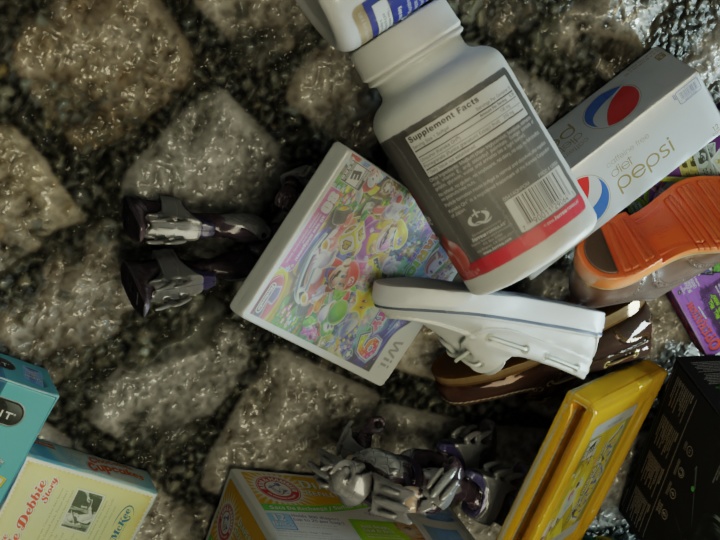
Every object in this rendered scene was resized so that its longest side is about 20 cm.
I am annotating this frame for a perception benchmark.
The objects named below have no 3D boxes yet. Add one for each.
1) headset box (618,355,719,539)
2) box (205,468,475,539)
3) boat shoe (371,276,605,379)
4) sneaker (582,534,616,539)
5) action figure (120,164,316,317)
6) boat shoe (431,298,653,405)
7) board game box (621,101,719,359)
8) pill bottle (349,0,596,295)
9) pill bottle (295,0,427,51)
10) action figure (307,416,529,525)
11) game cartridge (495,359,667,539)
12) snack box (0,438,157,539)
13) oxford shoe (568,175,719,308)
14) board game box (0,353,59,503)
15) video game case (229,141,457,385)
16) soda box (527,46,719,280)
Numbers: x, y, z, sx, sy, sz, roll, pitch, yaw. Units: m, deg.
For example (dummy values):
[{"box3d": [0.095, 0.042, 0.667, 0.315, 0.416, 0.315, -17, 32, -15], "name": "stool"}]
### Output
[{"box3d": [0.324, 0.200, 1.536, 0.092, 0.200, 0.175, 0, 123, -23], "name": "headset box"}, {"box3d": [-0.016, 0.238, 1.469, 0.199, 0.113, 0.102, 8, 111, -29], "name": "box"}, {"box3d": [0.098, 0.047, 1.387, 0.198, 0.074, 0.066, 10, 93, -21], "name": "boat shoe"}, {"box3d": [0.221, 0.307, 1.638, 0.079, 0.131, 0.200, -37, 163, -29], "name": "sneaker"}, {"box3d": [-0.078, -0.016, 1.345, 0.198, 0.069, 0.131, -6, 112, -25], "name": "action figure"}, {"box3d": [0.154, 0.074, 1.489, 0.199, 0.070, 0.071, -19, 119, -14], "name": "boat shoe"}, {"box3d": [0.298, -0.031, 1.528, 0.120, 0.032, 0.201, -38, 124, -6], "name": "board game box"}, {"box3d": [0.078, -0.092, 1.316, 0.110, 0.111, 0.201, -32, 95, -6], "name": "pill bottle"}, {"box3d": [0.039, -0.250, 1.251, 0.199, 0.116, 0.116, -34, 123, -5], "name": "pill bottle"}, {"box3d": [0.045, 0.160, 1.447, 0.199, 0.130, 0.070, 6, 110, -44], "name": "action figure"}, {"box3d": [0.182, 0.167, 1.504, 0.200, 0.032, 0.177, -10, 127, -62], "name": "game cartridge"}, {"box3d": [-0.253, 0.233, 1.407, 0.116, 0.037, 0.201, 21, 105, -31], "name": "snack box"}, {"box3d": [0.253, -0.021, 1.471, 0.199, 0.072, 0.073, -16, 150, -20], "name": "oxford shoe"}, {"box3d": [-0.334, 0.143, 1.321, 0.150, 0.047, 0.201, 23, 104, -31], "name": "board game box"}, {"box3d": [0.000, 0.000, 1.368, 0.144, 0.018, 0.200, -57, 143, 2], "name": "video game case"}, {"box3d": [0.184, -0.086, 1.425, 0.199, 0.068, 0.064, -37, 123, -3], "name": "soda box"}]
